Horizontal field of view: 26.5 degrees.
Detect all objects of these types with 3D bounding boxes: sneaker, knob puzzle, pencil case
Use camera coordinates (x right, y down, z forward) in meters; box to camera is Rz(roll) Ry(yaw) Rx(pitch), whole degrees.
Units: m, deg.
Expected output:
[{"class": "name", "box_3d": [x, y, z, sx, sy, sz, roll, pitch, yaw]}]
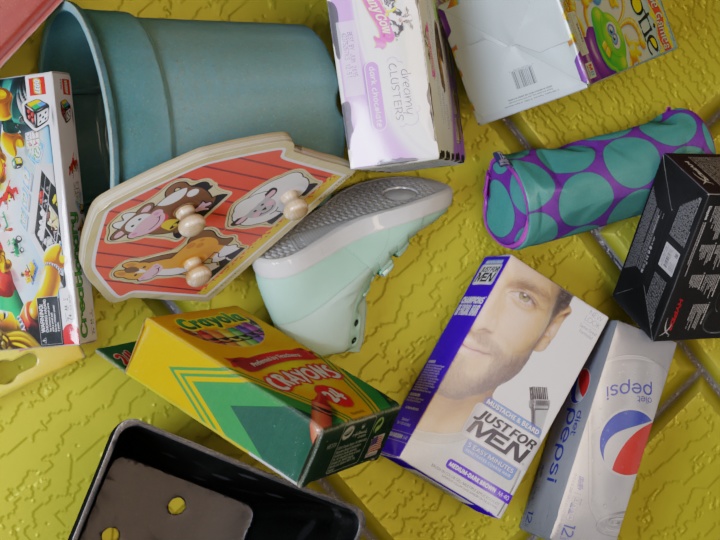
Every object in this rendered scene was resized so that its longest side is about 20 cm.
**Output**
[{"class": "sneaker", "box_3d": [-0.001, 0.000, 1.283, 0.200, 0.074, 0.118, -28, 123, -30]}, {"class": "knob puzzle", "box_3d": [-0.117, -0.029, 1.107, 0.220, 0.220, 0.030, -21, 67, -16]}, {"class": "pencil case", "box_3d": [0.206, -0.083, 1.330, 0.200, 0.085, 0.092, -15, 49, -17]}]

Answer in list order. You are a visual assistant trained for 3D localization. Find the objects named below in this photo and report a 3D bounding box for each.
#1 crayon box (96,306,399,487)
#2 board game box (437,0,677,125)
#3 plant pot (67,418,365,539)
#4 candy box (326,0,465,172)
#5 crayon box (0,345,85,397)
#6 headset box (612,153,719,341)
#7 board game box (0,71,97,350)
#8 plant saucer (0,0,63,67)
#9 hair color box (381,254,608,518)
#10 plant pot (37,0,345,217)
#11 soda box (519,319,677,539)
[{"class": "crayon box", "box_3d": [-0.085, 0.083, 1.160, 0.200, 0.127, 0.051, 29, 106, 23]}, {"class": "board game box", "box_3d": [0.166, -0.200, 1.257, 0.200, 0.105, 0.103, -28, 99, -55]}, {"class": "plant pot", "box_3d": [-0.142, 0.234, 1.173, 0.199, 0.177, 0.200, 24, 82, -15]}, {"class": "candy box", "box_3d": [0.031, -0.165, 1.213, 0.071, 0.200, 0.168, -7, 92, 10]}, {"class": "crayon box", "box_3d": [-0.314, 0.004, 1.187, 0.127, 0.051, 0.200, -25, 96, -16]}, {"class": "headset box", "box_3d": [0.340, -0.021, 1.331, 0.200, 0.077, 0.149, -3, 124, -26]}, {"class": "board game box", "box_3d": [-0.267, -0.040, 1.127, 0.126, 0.035, 0.200, -6, 91, 16]}, {"class": "plant saucer", "box_3d": [-0.325, -0.218, 1.111, 0.200, 0.037, 0.200, 36, 69, 1]}, {"class": "hair color box", "box_3d": [0.114, 0.098, 1.312, 0.109, 0.065, 0.200, 32, 79, -14]}, {"class": "plant pot", "box_3d": [-0.129, -0.111, 1.182, 0.196, 0.200, 0.200, -6, 91, -25]}, {"class": "soda box", "box_3d": [0.208, 0.145, 1.338, 0.063, 0.068, 0.200, 20, 83, -16]}]
